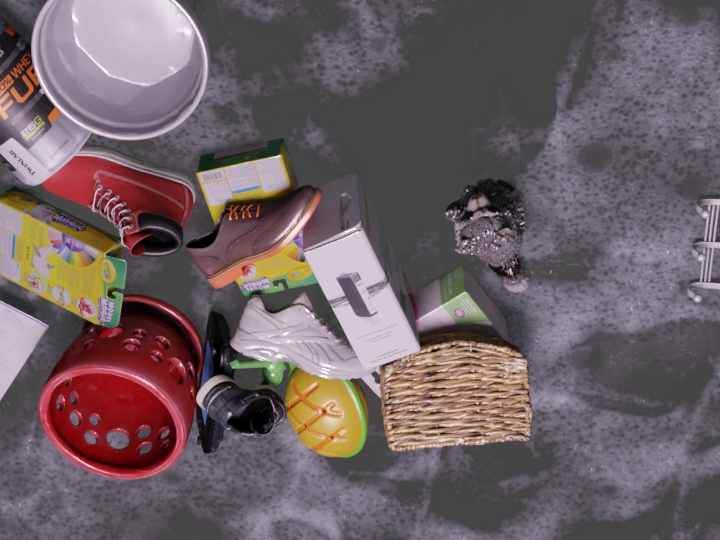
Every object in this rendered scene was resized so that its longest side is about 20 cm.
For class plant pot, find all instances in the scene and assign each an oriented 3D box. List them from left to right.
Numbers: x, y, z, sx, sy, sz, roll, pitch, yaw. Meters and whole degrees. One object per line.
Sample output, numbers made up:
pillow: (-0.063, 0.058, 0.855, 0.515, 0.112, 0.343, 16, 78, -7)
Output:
plant pot: (-0.309, 0.150, 1.529, 0.197, 0.183, 0.203, 4, 124, 6)

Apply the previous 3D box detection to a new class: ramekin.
ramekin: (-0.267, -0.262, 1.297, 0.197, 0.106, 0.202, 0, 124, 0)

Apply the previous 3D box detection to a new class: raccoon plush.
raccoon plush: (0.184, -0.025, 1.436, 0.096, 0.135, 0.200, -32, 119, 20)

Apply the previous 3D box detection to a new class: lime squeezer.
lime squeezer: (-0.134, 0.147, 1.582, 0.038, 0.071, 0.200, 43, 166, 15)

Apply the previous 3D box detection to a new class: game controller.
game controller: (-0.208, 0.157, 1.588, 0.042, 0.105, 0.202, -5, 128, -26)

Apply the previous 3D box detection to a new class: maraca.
maraca: (-0.053, 0.174, 1.597, 0.136, 0.107, 0.203, -1, 114, 37)

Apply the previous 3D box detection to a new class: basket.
basket: (0.123, 0.152, 1.524, 0.197, 0.149, 0.145, -5, 95, 1)

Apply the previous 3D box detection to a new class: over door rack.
over door rack: (0.533, -0.026, 1.473, 0.197, 0.067, 0.149, -3, 126, 3)

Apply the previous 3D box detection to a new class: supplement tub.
supplement tub: (-0.417, -0.208, 1.326, 0.122, 0.123, 0.200, -32, 119, 21)

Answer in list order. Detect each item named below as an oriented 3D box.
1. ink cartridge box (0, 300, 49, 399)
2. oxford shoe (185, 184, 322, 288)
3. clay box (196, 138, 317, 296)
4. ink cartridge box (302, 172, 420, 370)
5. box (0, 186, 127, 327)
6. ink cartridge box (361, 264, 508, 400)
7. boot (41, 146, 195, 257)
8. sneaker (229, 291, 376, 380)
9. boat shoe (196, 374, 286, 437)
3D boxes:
ink cartridge box: (-0.556, 0.086, 1.579, 0.197, 0.044, 0.200, 30, 122, -19)
oxford shoe: (-0.134, -0.053, 1.404, 0.199, 0.072, 0.073, -34, 114, 22)
clay box: (-0.127, -0.064, 1.467, 0.113, 0.048, 0.202, -10, 125, 8)
ink cartridge box: (0.000, 0.000, 1.448, 0.083, 0.145, 0.201, -20, 122, 10)
box: (-0.383, -0.015, 1.462, 0.198, 0.048, 0.118, 27, 125, 14)
ink cartridge box: (0.091, 0.094, 1.561, 0.199, 0.068, 0.117, -31, 120, 19)
boot: (-0.310, -0.080, 1.401, 0.197, 0.145, 0.073, 12, 127, -6)
sneaker: (-0.068, 0.083, 1.495, 0.197, 0.078, 0.101, 15, 93, -5)
boat shoe: (-0.146, 0.195, 1.547, 0.075, 0.066, 0.199, -48, 151, -1)
